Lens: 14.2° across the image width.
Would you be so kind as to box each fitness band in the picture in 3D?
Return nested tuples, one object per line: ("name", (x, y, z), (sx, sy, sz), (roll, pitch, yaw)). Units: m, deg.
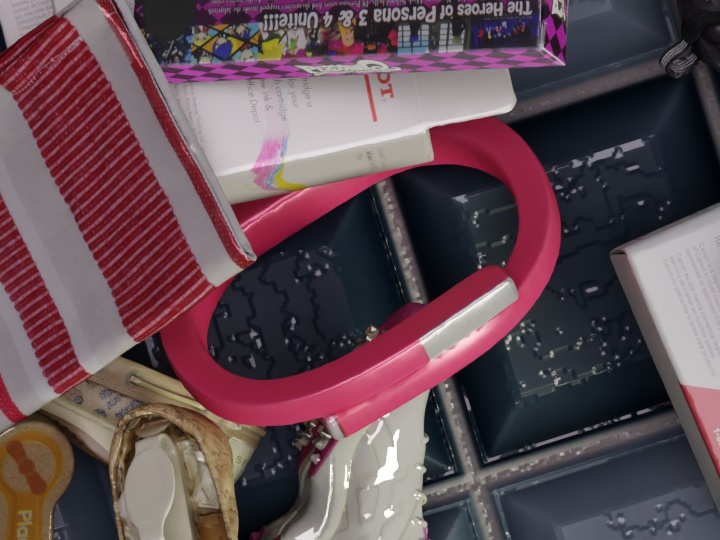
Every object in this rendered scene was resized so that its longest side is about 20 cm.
("fitness band", (0.000, 0.000, 1.366), (0.199, 0.037, 0.144), (-31, 47, -5))

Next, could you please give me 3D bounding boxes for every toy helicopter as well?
("toy helicopter", (-0.153, 0.163, 1.371), (0.132, 0.079, 0.201), (-1, 109, -18))

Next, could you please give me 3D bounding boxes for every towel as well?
("towel", (-0.153, -0.017, 1.300), (0.200, 0.023, 0.145), (-32, 81, 27))

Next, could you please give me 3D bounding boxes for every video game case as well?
("video game case", (-0.002, -0.176, 1.263), (0.199, 0.036, 0.182), (-1, 79, 25))

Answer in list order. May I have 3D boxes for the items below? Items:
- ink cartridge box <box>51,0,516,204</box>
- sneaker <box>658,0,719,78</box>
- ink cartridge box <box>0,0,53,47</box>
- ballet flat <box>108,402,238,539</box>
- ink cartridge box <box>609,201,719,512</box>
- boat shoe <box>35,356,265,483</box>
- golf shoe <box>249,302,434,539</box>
("ink cartridge box", (-0.034, -0.098, 1.337), (0.199, 0.067, 0.118), (-11, 79, 2))
("sneaker", (0.223, -0.150, 1.391), (0.199, 0.076, 0.114), (-15, 132, -28))
("ink cartridge box", (-0.098, -0.146, 1.407), (0.160, 0.050, 0.201), (-18, 77, 0))
("ballet flat", (-0.080, 0.147, 1.295), (0.070, 0.065, 0.201), (-24, 59, 12))
("ink cartridge box", (0.240, 0.017, 1.385), (0.199, 0.083, 0.146), (-23, 90, -1))
("boat shoe", (-0.140, 0.044, 1.391), (0.200, 0.073, 0.063), (35, 84, -12))
("golf shoe", (0.004, 0.114, 1.395), (0.091, 0.075, 0.201), (25, 98, -9))
